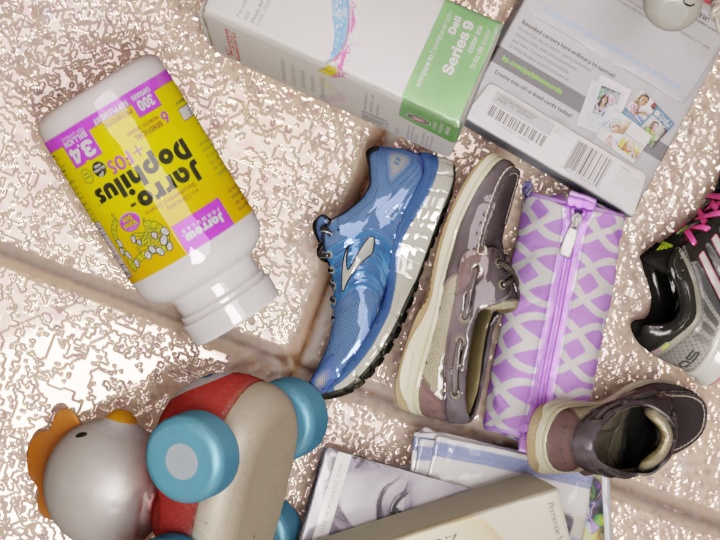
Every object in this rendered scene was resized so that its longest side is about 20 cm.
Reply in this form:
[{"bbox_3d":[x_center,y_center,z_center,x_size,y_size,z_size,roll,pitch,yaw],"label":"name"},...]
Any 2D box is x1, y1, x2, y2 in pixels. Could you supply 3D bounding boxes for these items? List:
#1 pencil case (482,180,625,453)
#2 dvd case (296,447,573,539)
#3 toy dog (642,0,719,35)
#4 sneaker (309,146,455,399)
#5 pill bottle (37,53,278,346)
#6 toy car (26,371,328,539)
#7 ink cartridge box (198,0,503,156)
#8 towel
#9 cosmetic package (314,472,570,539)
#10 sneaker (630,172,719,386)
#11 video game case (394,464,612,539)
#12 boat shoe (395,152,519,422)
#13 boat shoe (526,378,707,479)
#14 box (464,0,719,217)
[{"bbox_3d":[0.147,0.037,1.784,0.084,0.085,0.201,9,90,-8],"label":"pencil case"},{"bbox_3d":[0.046,0.228,1.755,0.200,0.016,0.149,17,89,-13],"label":"dvd case"},{"bbox_3d":[0.257,-0.268,1.758,0.132,0.096,0.200,10,50,-27],"label":"toy dog"},{"bbox_3d":[0.000,0.000,1.770,0.089,0.079,0.200,21,84,4],"label":"sneaker"},{"bbox_3d":[-0.141,-0.049,1.719,0.104,0.104,0.200,-33,96,-9],"label":"pill bottle"},{"bbox_3d":[-0.156,0.142,1.704,0.200,0.184,0.177,16,103,20],"label":"toy car"},{"bbox_3d":[-0.007,-0.168,1.704,0.200,0.145,0.088,22,85,2],"label":"ink cartridge box"},{"bbox_3d":[0.089,0.228,1.785,0.146,0.024,0.201,12,90,-12],"label":"towel"},{"bbox_3d":[0.052,0.226,1.709,0.200,0.073,0.104,-17,99,-12],"label":"cosmetic package"},{"bbox_3d":[0.261,-0.016,1.809,0.087,0.074,0.200,16,93,-16],"label":"sneaker"},{"bbox_3d":[0.105,0.244,1.810,0.181,0.023,0.201,-3,90,-10],"label":"video game case"},{"bbox_3d":[0.085,0.016,1.740,0.065,0.072,0.200,19,90,21],"label":"boat shoe"},{"bbox_3d":[0.203,0.122,1.759,0.200,0.065,0.072,-1,100,-49],"label":"boat shoe"},{"bbox_3d":[0.185,-0.165,1.811,0.156,0.041,0.200,29,86,-9],"label":"box"}]
